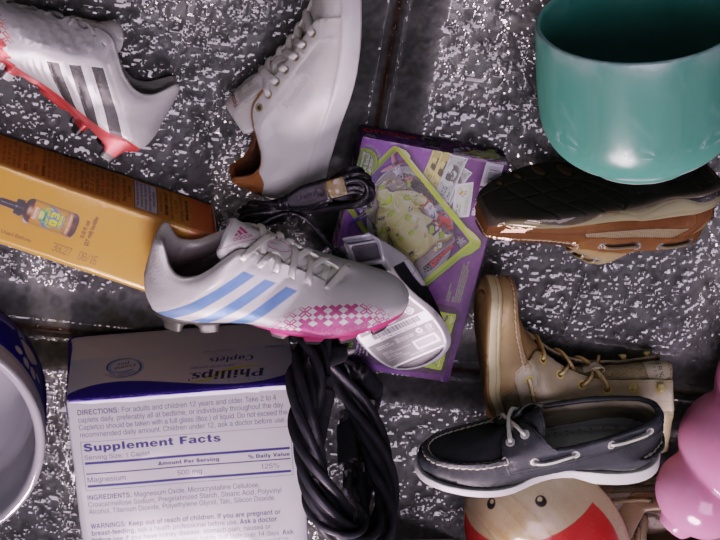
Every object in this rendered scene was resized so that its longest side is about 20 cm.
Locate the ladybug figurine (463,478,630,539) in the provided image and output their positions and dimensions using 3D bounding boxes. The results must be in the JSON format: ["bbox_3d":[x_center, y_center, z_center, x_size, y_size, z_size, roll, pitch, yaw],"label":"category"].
[{"bbox_3d":[0.153,0.237,1.706,0.135,0.072,0.201,-10,128,23],"label":"ladybug figurine"}]

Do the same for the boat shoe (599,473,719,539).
[{"bbox_3d":[0.226,0.217,1.766,0.199,0.065,0.072,-16,118,3],"label":"boat shoe"}]

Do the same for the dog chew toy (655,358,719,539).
[{"bbox_3d":[0.317,0.137,1.694,0.124,0.125,0.200,34,102,-21],"label":"dog chew toy"}]

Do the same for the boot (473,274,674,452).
[{"bbox_3d":[0.174,0.080,1.680,0.154,0.073,0.201,-9,122,3],"label":"boot"}]

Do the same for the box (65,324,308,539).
[{"bbox_3d":[-0.137,0.155,1.670,0.182,0.105,0.201,-4,119,-4],"label":"box"}]

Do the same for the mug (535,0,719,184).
[{"bbox_3d":[0.222,-0.136,1.532,0.183,0.152,0.115,-7,121,-3],"label":"mug"}]

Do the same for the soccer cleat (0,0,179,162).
[{"bbox_3d":[-0.220,-0.164,1.521,0.200,0.069,0.085,40,98,-26],"label":"soccer cleat"}]

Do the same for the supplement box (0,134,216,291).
[{"bbox_3d":[-0.213,-0.043,1.582,0.199,0.069,0.067,18,113,-17],"label":"supplement box"}]

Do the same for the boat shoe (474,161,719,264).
[{"bbox_3d":[0.187,-0.038,1.616,0.198,0.076,0.074,-5,128,-14],"label":"boat shoe"}]

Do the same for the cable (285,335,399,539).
[{"bbox_3d":[-0.014,0.121,1.583,0.050,0.201,0.164,-12,126,14],"label":"cable"}]

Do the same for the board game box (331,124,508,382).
[{"bbox_3d":[0.036,-0.011,1.647,0.119,0.032,0.201,8,116,-14],"label":"board game box"}]

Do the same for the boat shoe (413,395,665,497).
[{"bbox_3d":[0.141,0.131,1.631,0.198,0.076,0.061,-6,131,-9],"label":"boat shoe"}]

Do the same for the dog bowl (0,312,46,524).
[{"bbox_3d":[-0.348,0.117,1.642,0.198,0.079,0.201,-2,117,-5],"label":"dog bowl"}]

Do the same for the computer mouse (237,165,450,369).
[{"bbox_3d":[0.000,0.000,1.603,0.109,0.044,0.200,-23,126,22],"label":"computer mouse"}]

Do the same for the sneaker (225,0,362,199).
[{"bbox_3d":[-0.052,-0.140,1.544,0.084,0.073,0.201,9,117,-14],"label":"sneaker"}]

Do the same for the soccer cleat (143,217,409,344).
[{"bbox_3d":[-0.063,0.004,1.536,0.198,0.070,0.087,1,124,1],"label":"soccer cleat"}]

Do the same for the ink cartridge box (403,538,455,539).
[{"bbox_3d":[0.027,0.309,1.701,0.125,0.129,0.200,-49,153,18],"label":"ink cartridge box"}]
